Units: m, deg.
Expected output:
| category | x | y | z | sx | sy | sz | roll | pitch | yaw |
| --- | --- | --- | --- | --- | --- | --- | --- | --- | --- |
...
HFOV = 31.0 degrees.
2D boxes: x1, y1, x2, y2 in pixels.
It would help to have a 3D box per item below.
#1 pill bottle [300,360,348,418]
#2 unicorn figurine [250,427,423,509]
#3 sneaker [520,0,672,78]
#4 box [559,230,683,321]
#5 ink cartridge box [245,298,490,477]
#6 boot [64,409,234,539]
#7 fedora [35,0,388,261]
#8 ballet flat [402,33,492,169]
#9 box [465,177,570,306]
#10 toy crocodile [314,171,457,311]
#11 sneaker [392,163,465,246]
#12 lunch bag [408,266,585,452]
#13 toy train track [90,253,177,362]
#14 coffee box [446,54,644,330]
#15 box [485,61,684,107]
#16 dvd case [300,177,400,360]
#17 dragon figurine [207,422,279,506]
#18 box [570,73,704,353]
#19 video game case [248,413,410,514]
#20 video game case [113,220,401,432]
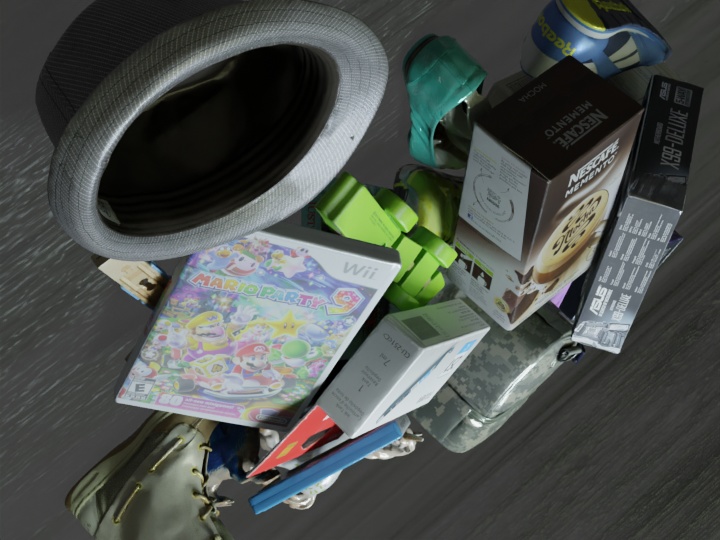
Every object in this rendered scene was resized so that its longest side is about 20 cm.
| category | x | y | z | sx | sy | sz | roll | pitch | yaw |
| --- | --- | --- | --- | --- | --- | --- | --- | --- | --- |
| pill bottle | -0.037 | 0.073 | 1.159 | 0.112 | 0.112 | 0.200 | -48 | 161 | 15 |
| unicorn figurine | -0.027 | 0.175 | 1.364 | 0.200 | 0.137 | 0.074 | -50 | 172 | 30 |
| sneaker | 0.204 | -0.199 | 1.132 | 0.200 | 0.074 | 0.082 | -4 | 140 | -53 |
| box | 0.259 | -0.039 | 1.494 | 0.104 | 0.148 | 0.200 | -53 | 162 | 26 |
| ink cartridge box | 0.013 | 0.105 | 1.061 | 0.176 | 0.045 | 0.200 | -51 | 166 | 15 |
| boot | -0.140 | 0.194 | 1.137 | 0.200 | 0.155 | 0.072 | -41 | 163 | -3 |
| fedora | -0.091 | -0.092 | 0.688 | 0.200 | 0.090 | 0.177 | -18 | 149 | -41 |
| ballet flat | 0.074 | -0.116 | 1.032 | 0.067 | 0.070 | 0.200 | -42 | 163 | -6 |
| box | 0.154 | -0.027 | 1.304 | 0.039 | 0.137 | 0.200 | -37 | 161 | -22 |
| toy crocodile | 0.018 | -0.019 | 1.014 | 0.068 | 0.062 | 0.200 | -53 | 145 | -2 |
| sneaker | 0.084 | -0.056 | 1.144 | 0.200 | 0.076 | 0.076 | -15 | 107 | -66 |
| lunch bag | 0.105 | 0.056 | 1.287 | 0.139 | 0.200 | 0.168 | -23 | 155 | -49 |
| toy train track | -0.142 | 0.012 | 0.926 | 0.115 | 0.033 | 0.200 | -36 | 157 | 1 |
| coffee box | 0.144 | -0.058 | 1.043 | 0.113 | 0.080 | 0.200 | -36 | 153 | -25 |
| box | 0.200 | -0.148 | 1.201 | 0.200 | 0.095 | 0.078 | -27 | 157 | -39 |
| dvd case | 0.000 | 0.000 | 1.073 | 0.200 | 0.022 | 0.146 | 4 | 88 | -68 |
| dragon figurine | -0.143 | 0.170 | 1.225 | 0.200 | 0.100 | 0.059 | -34 | 159 | 20 |
| box | 0.245 | -0.047 | 1.157 | 0.200 | 0.050 | 0.158 | 100 | 9 | -51 |
| video game case | -0.023 | 0.172 | 1.191 | 0.143 | 0.018 | 0.200 | -29 | 175 | 2 |
| video game case | -0.077 | 0.041 | 0.926 | 0.143 | 0.018 | 0.200 | 13 | 132 | -23 |
